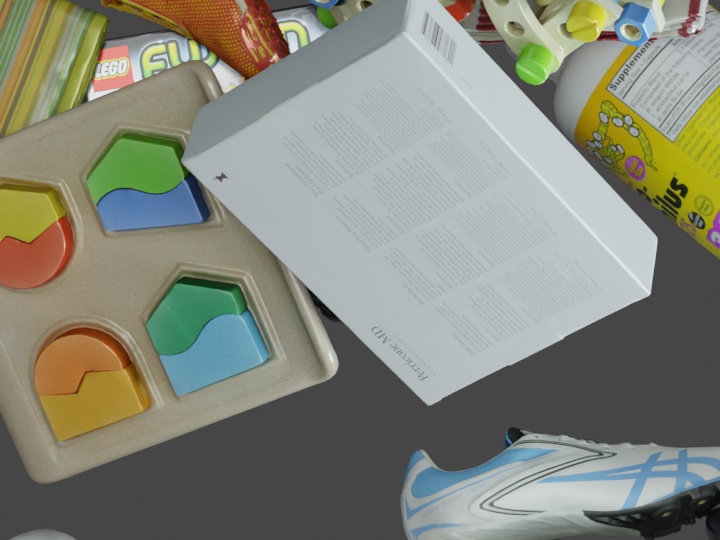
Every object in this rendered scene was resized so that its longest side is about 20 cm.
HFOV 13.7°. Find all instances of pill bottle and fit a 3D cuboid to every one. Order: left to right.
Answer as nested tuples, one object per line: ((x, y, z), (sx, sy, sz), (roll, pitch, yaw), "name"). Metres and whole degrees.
((0.176, -0.086, 1.605), (0.200, 0.104, 0.104), (40, 89, 16), "pill bottle")

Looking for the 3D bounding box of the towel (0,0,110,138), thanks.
((-0.239, -0.132, 1.637), (0.200, 0.018, 0.086), (22, 91, 9), "towel")

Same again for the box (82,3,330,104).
((-0.049, -0.087, 1.647), (0.200, 0.035, 0.110), (-9, 89, -1), "box")

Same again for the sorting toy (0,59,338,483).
((-0.132, 0.005, 1.602), (0.200, 0.036, 0.185), (-20, 98, 20), "sorting toy")

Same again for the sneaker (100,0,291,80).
((-0.110, -0.157, 1.615), (0.077, 0.073, 0.200), (-46, 62, 0), "sneaker")

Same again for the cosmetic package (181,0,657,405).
((0.031, -0.035, 1.524), (0.151, 0.052, 0.200), (-29, 119, 30), "cosmetic package")

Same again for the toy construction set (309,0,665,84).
((0.044, -0.131, 1.535), (0.200, 0.092, 0.131), (-29, 118, 33), "toy construction set")

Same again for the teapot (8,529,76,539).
((-0.157, 0.270, 1.588), (0.146, 0.197, 0.200), (15, 64, 35), "teapot")

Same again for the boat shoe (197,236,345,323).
((0.000, 0.000, 1.627), (0.200, 0.073, 0.065), (-11, 90, 4), "boat shoe")

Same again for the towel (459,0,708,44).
((0.095, -0.186, 1.600), (0.200, 0.023, 0.144), (0, 66, 22), "towel")

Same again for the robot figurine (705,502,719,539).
((0.266, 0.150, 1.602), (0.200, 0.150, 0.125), (-33, 78, -2), "robot figurine")

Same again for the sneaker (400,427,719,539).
((0.120, 0.114, 1.633), (0.200, 0.072, 0.073), (-8, 69, -7), "sneaker")
